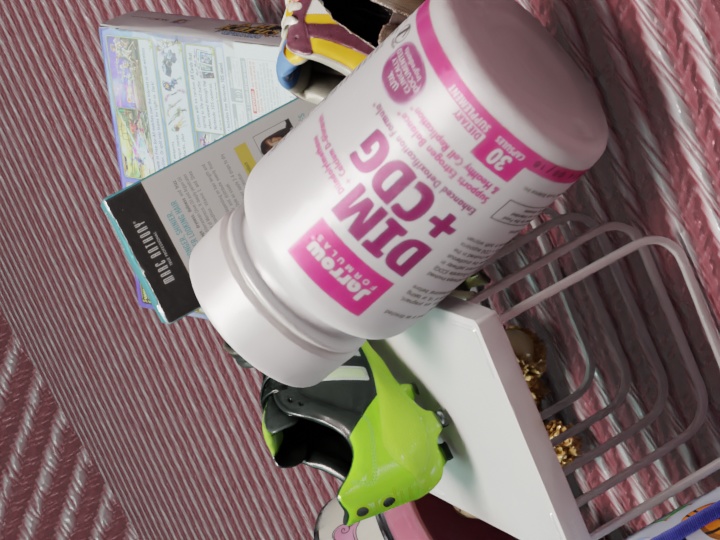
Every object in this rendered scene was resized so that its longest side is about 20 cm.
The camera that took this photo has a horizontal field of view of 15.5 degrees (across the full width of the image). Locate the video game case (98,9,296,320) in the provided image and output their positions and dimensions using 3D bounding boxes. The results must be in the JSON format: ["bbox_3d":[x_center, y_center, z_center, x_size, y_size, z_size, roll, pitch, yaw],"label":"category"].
[{"bbox_3d":[-0.077,-0.062,1.704,0.181,0.045,0.201,9,116,36],"label":"video game case"}]

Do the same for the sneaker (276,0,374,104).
[{"bbox_3d":[-0.021,-0.151,1.495,0.200,0.090,0.075,54,164,25],"label":"sneaker"}]

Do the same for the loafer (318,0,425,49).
[{"bbox_3d":[0.044,-0.106,1.388,0.200,0.071,0.073,47,159,37],"label":"loafer"}]

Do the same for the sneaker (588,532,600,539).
[{"bbox_3d":[0.139,0.210,1.589,0.077,0.085,0.200,39,176,-24],"label":"sneaker"}]

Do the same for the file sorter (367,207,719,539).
[{"bbox_3d":[0.097,0.048,1.397,0.139,0.124,0.200,66,164,-15],"label":"file sorter"}]

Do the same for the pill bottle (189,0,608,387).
[{"bbox_3d":[0.015,-0.038,1.296,0.113,0.200,0.114,37,-153,-22],"label":"pill bottle"}]

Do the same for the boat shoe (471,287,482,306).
[{"bbox_3d":[0.019,-0.029,1.624,0.072,0.071,0.201,34,149,60],"label":"boat shoe"}]

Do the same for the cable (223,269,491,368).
[{"bbox_3d":[0.000,0.000,1.570,0.199,0.097,0.050,-11,138,32],"label":"cable"}]

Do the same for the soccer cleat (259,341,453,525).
[{"bbox_3d":[-0.028,0.059,1.430,0.200,0.081,0.068,48,158,42],"label":"soccer cleat"}]

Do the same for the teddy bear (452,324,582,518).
[{"bbox_3d":[0.072,0.093,1.623,0.145,0.067,0.200,22,150,7],"label":"teddy bear"}]

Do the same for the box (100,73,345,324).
[{"bbox_3d":[-0.045,-0.050,1.537,0.083,0.199,0.049,62,173,-2],"label":"box"}]

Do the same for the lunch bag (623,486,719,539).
[{"bbox_3d":[0.165,0.211,1.319,0.170,0.200,0.124,59,165,5],"label":"lunch bag"}]

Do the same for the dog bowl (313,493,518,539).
[{"bbox_3d":[0.069,0.198,1.697,0.200,0.074,0.200,35,-157,-18],"label":"dog bowl"}]
